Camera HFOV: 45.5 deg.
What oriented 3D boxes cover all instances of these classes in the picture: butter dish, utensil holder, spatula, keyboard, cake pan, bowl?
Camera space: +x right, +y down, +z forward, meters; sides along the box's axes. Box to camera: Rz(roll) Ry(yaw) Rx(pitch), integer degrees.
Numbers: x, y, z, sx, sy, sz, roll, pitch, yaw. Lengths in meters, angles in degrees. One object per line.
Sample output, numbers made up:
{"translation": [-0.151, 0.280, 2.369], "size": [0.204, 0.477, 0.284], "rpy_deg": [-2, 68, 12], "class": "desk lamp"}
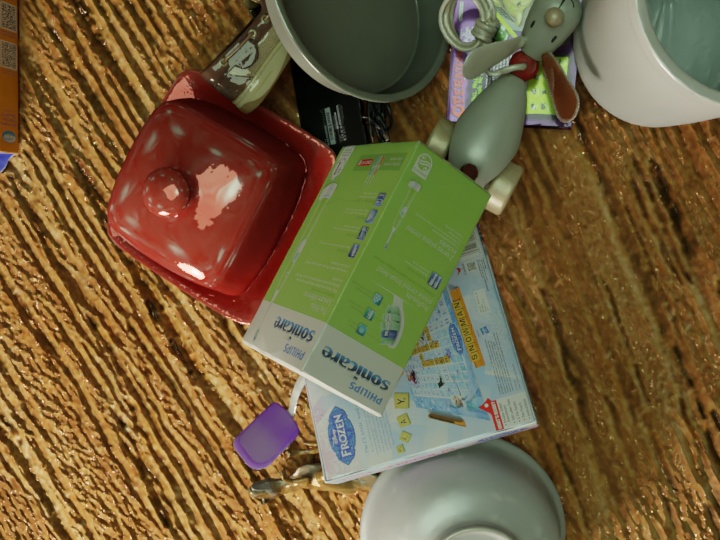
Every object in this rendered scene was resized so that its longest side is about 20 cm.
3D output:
{"translation": [-0.154, -0.071, 0.804], "size": [0.198, 0.148, 0.202], "rpy_deg": [31, 99, 11], "class": "butter dish"}
{"translation": [0.267, -0.201, 0.673], "size": [0.167, 0.200, 0.173], "rpy_deg": [0, 94, 1], "class": "utensil holder"}
{"translation": [-0.054, 0.110, 0.853], "size": [0.201, 0.020, 0.056], "rpy_deg": [-55, 47, 5], "class": "spatula"}
{"translation": [-0.009, -0.144, 0.838], "size": [0.103, 0.039, 0.203], "rpy_deg": [-9, 93, 35], "class": "keyboard"}
{"translation": [-0.004, -0.245, 0.762], "size": [0.037, 0.198, 0.203], "rpy_deg": [-10, 92, 54], "class": "cake pan"}
{"translation": [0.099, 0.259, 0.781], "size": [0.198, 0.090, 0.204], "rpy_deg": [0, 100, -1], "class": "bowl"}

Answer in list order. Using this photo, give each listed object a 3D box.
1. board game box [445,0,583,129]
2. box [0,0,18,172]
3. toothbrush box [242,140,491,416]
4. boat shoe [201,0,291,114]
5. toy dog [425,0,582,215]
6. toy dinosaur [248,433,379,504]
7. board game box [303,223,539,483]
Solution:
{"translation": [0.145, -0.235, 0.796], "size": [0.118, 0.032, 0.203], "rpy_deg": [5, 94, 8], "class": "board game box"}
{"translation": [-0.424, -0.201, 0.909], "size": [0.117, 0.041, 0.203], "rpy_deg": [1, 91, 11], "class": "box"}
{"translation": [0.000, 0.000, 0.722], "size": [0.086, 0.145, 0.202], "rpy_deg": [32, 80, -25], "class": "toothbrush box"}
{"translation": [-0.079, -0.247, 0.796], "size": [0.072, 0.072, 0.201], "rpy_deg": [32, 86, -19], "class": "boat shoe"}
{"translation": [0.119, -0.142, 0.739], "size": [0.130, 0.096, 0.203], "rpy_deg": [9, 110, 8], "class": "toy dog"}
{"translation": [-0.012, 0.201, 0.850], "size": [0.197, 0.061, 0.107], "rpy_deg": [2, 120, 15], "class": "toy dinosaur"}
{"translation": [0.042, 0.072, 0.796], "size": [0.197, 0.041, 0.202], "rpy_deg": [-17, 71, 11], "class": "board game box"}
